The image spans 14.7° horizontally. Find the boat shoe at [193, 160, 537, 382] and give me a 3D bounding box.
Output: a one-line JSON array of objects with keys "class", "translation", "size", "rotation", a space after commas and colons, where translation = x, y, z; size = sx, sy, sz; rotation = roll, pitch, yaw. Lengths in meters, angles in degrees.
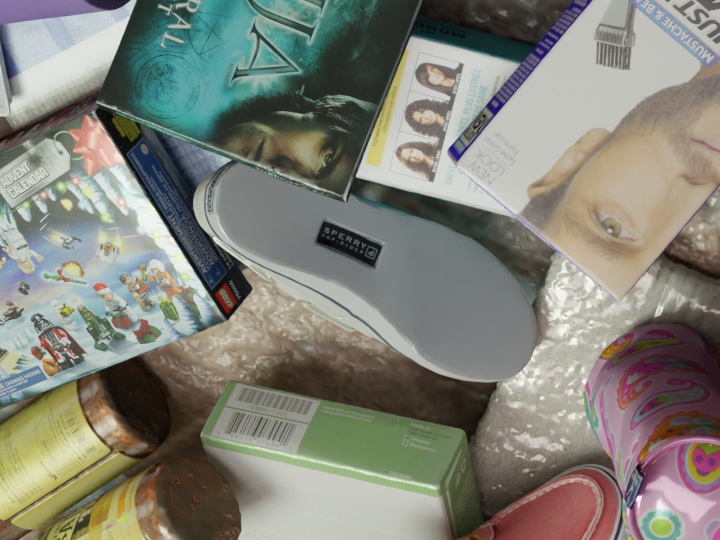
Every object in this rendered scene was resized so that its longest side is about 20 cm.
[{"class": "boat shoe", "translation": [0.000, 0.000, 1.481], "size": [0.200, 0.070, 0.071], "rotation": [25, 81, -18]}]

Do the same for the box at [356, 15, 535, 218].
[{"class": "box", "translation": [0.030, -0.086, 1.441], "size": [0.200, 0.049, 0.082], "rotation": [15, 107, 1]}]

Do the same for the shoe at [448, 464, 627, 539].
[{"class": "shoe", "translation": [0.058, 0.171, 1.481], "size": [0.200, 0.071, 0.091], "rotation": [-44, 146, 0]}]

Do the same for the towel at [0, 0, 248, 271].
[{"class": "towel", "translation": [-0.114, -0.081, 1.513], "size": [0.147, 0.024, 0.200], "rotation": [-26, 106, 27]}]

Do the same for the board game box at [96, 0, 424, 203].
[{"class": "board game box", "translation": [-0.033, -0.150, 1.394], "size": [0.135, 0.028, 0.200], "rotation": [21, 87, 2]}]

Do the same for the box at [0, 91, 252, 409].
[{"class": "box", "translation": [-0.175, -0.007, 1.538], "size": [0.200, 0.040, 0.137], "rotation": [-22, 108, 33]}]

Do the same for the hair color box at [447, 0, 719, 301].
[{"class": "hair color box", "translation": [0.148, -0.097, 1.373], "size": [0.109, 0.065, 0.200], "rotation": [39, 96, -7]}]

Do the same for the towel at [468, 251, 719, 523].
[{"class": "towel", "translation": [0.137, 0.076, 1.525], "size": [0.132, 0.034, 0.200], "rotation": [22, 120, 2]}]

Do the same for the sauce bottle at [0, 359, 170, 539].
[{"class": "sauce bottle", "translation": [-0.199, 0.119, 1.615], "size": [0.200, 0.066, 0.066], "rotation": [-32, 106, 26]}]

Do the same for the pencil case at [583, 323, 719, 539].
[{"class": "pencil case", "translation": [0.159, 0.091, 1.395], "size": [0.087, 0.200, 0.088], "rotation": [0, 106, -1]}]

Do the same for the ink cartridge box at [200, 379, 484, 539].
[{"class": "ink cartridge box", "translation": [-0.002, 0.155, 1.583], "size": [0.145, 0.048, 0.200], "rotation": [11, 142, 21]}]

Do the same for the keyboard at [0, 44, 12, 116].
[{"class": "keyboard", "translation": [-0.228, -0.177, 1.486], "size": [0.056, 0.011, 0.200], "rotation": [0, 112, 22]}]

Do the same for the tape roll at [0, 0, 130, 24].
[{"class": "tape roll", "translation": [-0.171, -0.220, 1.352], "size": [0.085, 0.200, 0.200], "rotation": [-5, 116, 16]}]

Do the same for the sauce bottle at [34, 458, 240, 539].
[{"class": "sauce bottle", "translation": [-0.151, 0.166, 1.569], "size": [0.200, 0.066, 0.066], "rotation": [-31, 106, 38]}]
